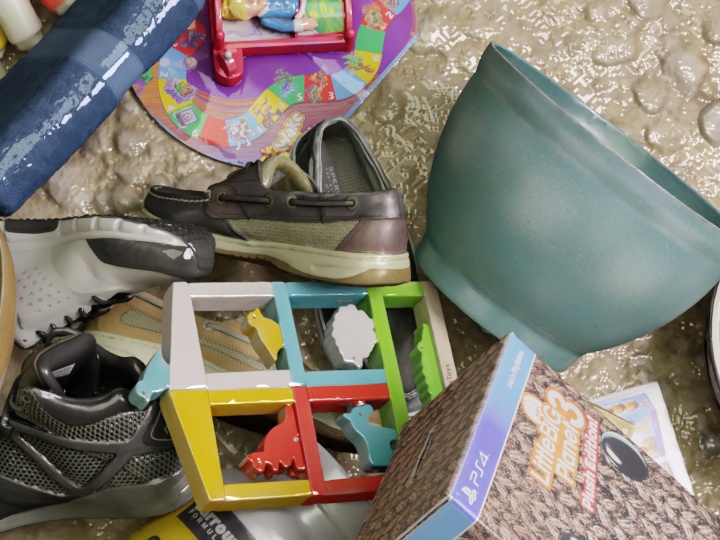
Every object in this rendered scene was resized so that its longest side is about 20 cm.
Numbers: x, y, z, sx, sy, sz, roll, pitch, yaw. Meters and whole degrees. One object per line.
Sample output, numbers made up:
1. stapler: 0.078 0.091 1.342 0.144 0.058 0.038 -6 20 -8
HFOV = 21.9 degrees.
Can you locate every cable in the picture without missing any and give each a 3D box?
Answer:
1. cable: -0.242 -0.217 1.154 0.097 0.050 0.200 -32 118 8

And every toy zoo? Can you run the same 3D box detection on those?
1. toy zoo: -0.036 0.069 1.055 0.199 0.020 0.132 -1 65 -26

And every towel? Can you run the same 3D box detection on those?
1. towel: -0.172 -0.115 1.121 0.200 0.112 0.049 -50 116 -15

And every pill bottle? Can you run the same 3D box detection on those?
1. pill bottle: -0.087 0.186 1.071 0.200 0.112 0.112 -39 81 -14

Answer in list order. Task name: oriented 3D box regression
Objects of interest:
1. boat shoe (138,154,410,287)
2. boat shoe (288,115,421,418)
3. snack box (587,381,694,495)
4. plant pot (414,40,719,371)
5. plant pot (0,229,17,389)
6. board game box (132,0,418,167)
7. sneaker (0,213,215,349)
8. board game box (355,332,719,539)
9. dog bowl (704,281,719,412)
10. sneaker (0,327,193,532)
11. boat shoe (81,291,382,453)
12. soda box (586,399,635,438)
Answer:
1. boat shoe: -0.050 -0.036 1.113 0.200 0.072 0.066 14 97 39
2. boat shoe: 0.000 0.000 1.151 0.072 0.071 0.201 -20 81 -12
3. snack box: 0.179 0.173 1.146 0.072 0.024 0.201 -14 77 -7
4. plant pot: 0.117 -0.025 1.124 0.200 0.200 0.134 40 102 6
5. plant pot: -0.256 0.054 1.071 0.027 0.200 0.201 26 69 -38
6. board game box: -0.057 -0.165 1.207 0.158 0.039 0.200 39 75 6
7. sneaker: -0.169 0.007 1.107 0.199 0.074 0.080 -3 83 33
8. board game box: 0.105 0.162 0.977 0.200 0.097 0.160 41 32 -8
9. dog bowl: 0.307 0.052 1.168 0.199 0.074 0.201 1 75 -5
10. sneaker: -0.196 0.091 1.066 0.199 0.076 0.115 -9 117 20
11. boat shoe: -0.071 0.052 1.131 0.199 0.072 0.076 18 73 0
12. soda box: 0.087 0.167 1.104 0.068 0.064 0.200 27 82 3
